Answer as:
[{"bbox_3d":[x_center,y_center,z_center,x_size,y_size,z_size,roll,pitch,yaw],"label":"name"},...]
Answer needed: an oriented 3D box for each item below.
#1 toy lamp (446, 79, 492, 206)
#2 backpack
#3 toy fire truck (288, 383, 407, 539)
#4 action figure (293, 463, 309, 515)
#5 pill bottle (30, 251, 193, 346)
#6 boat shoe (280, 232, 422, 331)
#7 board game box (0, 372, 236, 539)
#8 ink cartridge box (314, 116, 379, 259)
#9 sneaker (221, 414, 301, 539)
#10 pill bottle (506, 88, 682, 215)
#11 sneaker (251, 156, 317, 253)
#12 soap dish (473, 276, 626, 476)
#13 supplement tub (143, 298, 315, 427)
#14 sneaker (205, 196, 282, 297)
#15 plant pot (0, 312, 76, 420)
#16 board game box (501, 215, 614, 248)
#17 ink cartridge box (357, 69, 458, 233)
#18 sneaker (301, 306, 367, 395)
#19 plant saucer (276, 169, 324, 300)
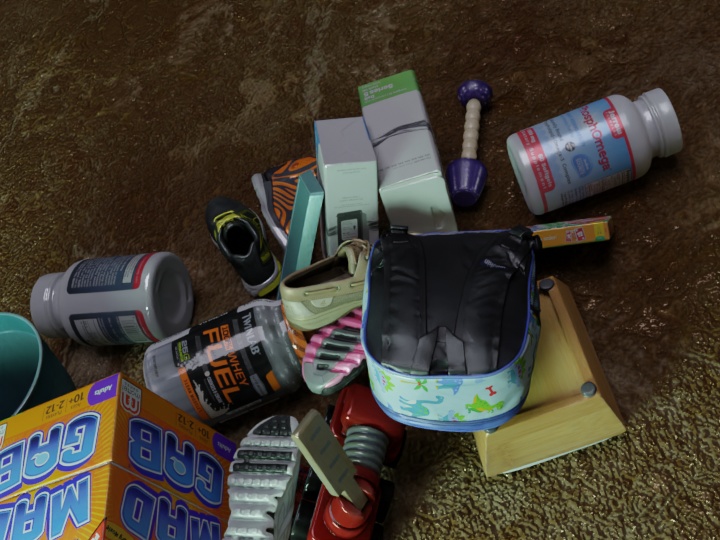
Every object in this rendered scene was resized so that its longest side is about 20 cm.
[{"bbox_3d":[0.148,-0.173,1.361,0.058,0.058,0.201,-7,50,18],"label":"toy lamp"},{"bbox_3d":[0.092,0.069,1.009,0.181,0.148,0.201,0,42,9],"label":"backpack"},{"bbox_3d":[-0.012,0.186,1.019,0.127,0.201,0.177,19,57,-2],"label":"toy fire truck"},{"bbox_3d":[-0.115,0.239,1.151,0.198,0.052,0.066,8,54,25],"label":"action figure"},{"bbox_3d":[-0.339,0.041,1.357,0.198,0.120,0.120,-4,52,20],"label":"pill bottle"},{"bbox_3d":[0.000,0.000,1.160,0.199,0.065,0.071,-28,40,-19],"label":"boat shoe"},{"bbox_3d":[-0.270,0.264,1.060,0.199,0.200,0.201,-22,50,23],"label":"board game box"},{"bbox_3d":[-0.016,-0.078,1.268,0.066,0.202,0.116,-6,37,-6],"label":"ink cartridge box"},{"bbox_3d":[-0.103,0.256,1.077,0.074,0.081,0.202,4,64,20],"label":"sneaker"},{"bbox_3d":[0.290,-0.152,1.245,0.198,0.109,0.109,-21,48,7],"label":"pill bottle"},{"bbox_3d":[-0.078,-0.094,1.381,0.111,0.078,0.201,-27,48,2],"label":"sneaker"},{"bbox_3d":[0.183,0.109,1.101,0.156,0.081,0.201,-20,49,7],"label":"soap dish"},{"bbox_3d":[-0.152,0.112,1.217,0.198,0.123,0.123,-24,48,4],"label":"supplement tub"},{"bbox_3d":[-0.167,-0.053,1.381,0.074,0.085,0.200,-34,48,-7],"label":"sneaker"},{"bbox_3d":[-0.432,0.188,1.233,0.198,0.189,0.202,-11,49,14],"label":"plant pot"},{"bbox_3d":[0.203,-0.039,1.211,0.198,0.095,0.030,-10,94,18],"label":"board game box"},{"bbox_3d":[0.064,-0.136,1.304,0.083,0.146,0.201,-15,48,7],"label":"ink cartridge box"},{"bbox_3d":[0.006,0.086,1.182,0.078,0.096,0.200,19,49,29],"label":"sneaker"},{"bbox_3d":[-0.079,-0.022,1.253,0.019,0.202,0.070,1,29,-20],"label":"plant saucer"}]
